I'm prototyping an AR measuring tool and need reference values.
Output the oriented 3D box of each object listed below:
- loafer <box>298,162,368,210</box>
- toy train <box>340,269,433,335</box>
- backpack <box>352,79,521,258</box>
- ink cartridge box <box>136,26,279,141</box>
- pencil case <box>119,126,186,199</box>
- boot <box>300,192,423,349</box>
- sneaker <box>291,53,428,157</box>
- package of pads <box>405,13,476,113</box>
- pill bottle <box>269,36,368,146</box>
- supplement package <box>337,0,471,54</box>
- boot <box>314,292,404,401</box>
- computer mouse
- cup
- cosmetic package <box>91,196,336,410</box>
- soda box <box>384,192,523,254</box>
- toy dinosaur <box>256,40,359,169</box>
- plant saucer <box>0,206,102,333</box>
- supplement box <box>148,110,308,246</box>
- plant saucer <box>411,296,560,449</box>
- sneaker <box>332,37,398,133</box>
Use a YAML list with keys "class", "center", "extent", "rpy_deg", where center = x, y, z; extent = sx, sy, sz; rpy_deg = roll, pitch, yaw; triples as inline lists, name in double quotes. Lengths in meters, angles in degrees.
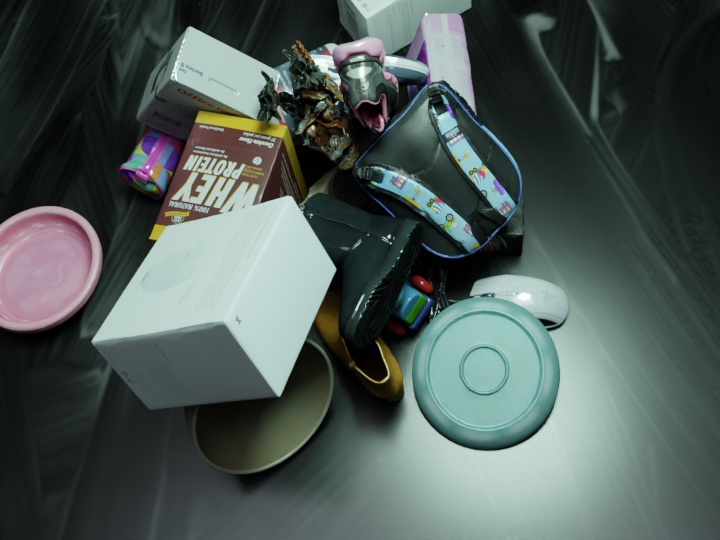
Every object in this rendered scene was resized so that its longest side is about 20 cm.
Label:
- class: "loafer"
  center: [-0.052, -0.092, 1.315]
  extent: [0.068, 0.076, 0.201]
  rpy_deg: [-11, 32, 44]
- class: "toy train"
  center: [0.000, 0.000, 1.243]
  extent: [0.199, 0.116, 0.085]
  rpy_deg: [35, 89, 24]
- class: "backpack"
  center: [0.109, -0.127, 1.210]
  extent: [0.200, 0.135, 0.183]
  rpy_deg: [43, 97, -6]
- class: "ink cartridge box"
  center: [-0.220, -0.248, 1.292]
  extent: [0.144, 0.199, 0.085]
  rpy_deg: [22, 74, -24]
- class: "pencil case"
  center: [-0.296, -0.213, 1.408]
  extent: [0.087, 0.089, 0.202]
  rpy_deg: [19, 71, 16]
- class: "boot"
  center: [-0.030, -0.005, 1.140]
  extent: [0.166, 0.077, 0.202]
  rpy_deg: [15, 56, 23]
- class: "sneaker"
  center: [-0.001, -0.232, 1.299]
  extent: [0.198, 0.077, 0.149]
  rpy_deg: [0, 90, 0]
- class: "package of pads"
  center: [0.118, -0.273, 1.359]
  extent: [0.074, 0.121, 0.203]
  rpy_deg: [1, 63, -12]
- class: "pill bottle"
  center: [-0.060, -0.277, 1.389]
  extent: [0.197, 0.120, 0.121]
  rpy_deg: [-26, 64, -5]
- class: "supplement package"
  center: [0.069, -0.452, 1.457]
  extent: [0.198, 0.117, 0.118]
  rpy_deg: [-31, 64, -8]
- class: "boot"
  center: [-0.011, 0.083, 1.195]
  extent: [0.070, 0.144, 0.202]
  rpy_deg: [-38, 66, -5]
- class: "computer mouse"
  center: [0.189, 0.037, 1.248]
  extent: [0.196, 0.044, 0.111]
  rpy_deg: [0, 64, 8]
- class: "cup"
  center: [-0.154, 0.140, 1.182]
  extent: [0.199, 0.202, 0.143]
  rpy_deg: [-39, 41, -11]
- class: "cosmetic package"
  center: [-0.161, 0.039, 1.038]
  extent: [0.197, 0.124, 0.201]
  rpy_deg: [-11, 38, 32]
- class: "soda box"
  center: [0.133, -0.066, 1.294]
  extent: [0.196, 0.064, 0.072]
  rpy_deg: [1, 65, 9]
- class: "toy dinosaur"
  center: [-0.065, -0.223, 1.210]
  extent: [0.103, 0.135, 0.200]
  rpy_deg: [-55, 49, 17]
- class: "plant saucer"
  center: [-0.477, 0.003, 1.352]
  extent: [0.197, 0.051, 0.204]
  rpy_deg: [-3, 63, 6]
- class: "supplement box"
  center: [-0.174, -0.075, 1.265]
  extent: [0.130, 0.198, 0.203]
  rpy_deg: [12, 67, 12]
- class: "plant saucer"
  center: [0.164, 0.132, 1.193]
  extent: [0.196, 0.027, 0.204]
  rpy_deg: [-3, 77, 11]
- class: "sneaker"
  center: [0.012, -0.211, 1.139]
  extent: [0.078, 0.200, 0.097]
  rpy_deg: [-15, 78, 9]
